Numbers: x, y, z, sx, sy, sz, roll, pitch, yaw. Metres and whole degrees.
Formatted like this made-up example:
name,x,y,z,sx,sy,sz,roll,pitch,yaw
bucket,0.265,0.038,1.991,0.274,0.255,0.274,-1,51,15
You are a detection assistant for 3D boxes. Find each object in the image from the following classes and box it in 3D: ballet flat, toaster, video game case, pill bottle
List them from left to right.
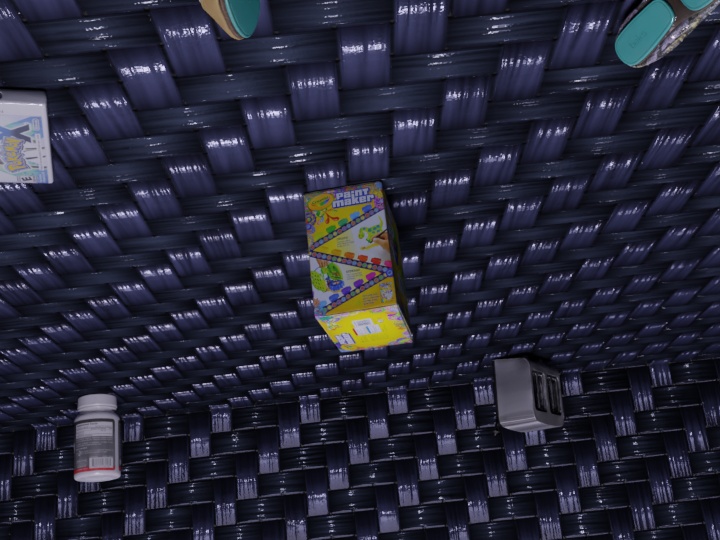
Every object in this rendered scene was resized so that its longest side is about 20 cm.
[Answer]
name,x,y,z,sx,sy,sz,roll,pitch,yaw
video game case,-0.463,-0.157,1.122,0.181,0.022,0.200,0,159,-16
pill bottle,-0.655,0.417,2.351,0.113,0.202,0.114,-5,160,-2
ballet flat,-0.135,-0.284,0.845,0.063,0.069,0.200,20,160,11
toaster,0.426,0.325,2.424,0.118,0.202,0.180,-15,158,35
ballet flat,0.337,-0.285,0.970,0.071,0.073,0.200,1,159,-19

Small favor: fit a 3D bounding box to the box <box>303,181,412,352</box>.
name,x,y,z,sx,sy,sz,roll,pitch,yaw
box,0.000,0.000,1.433,0.121,0.194,0.200,-9,159,7
